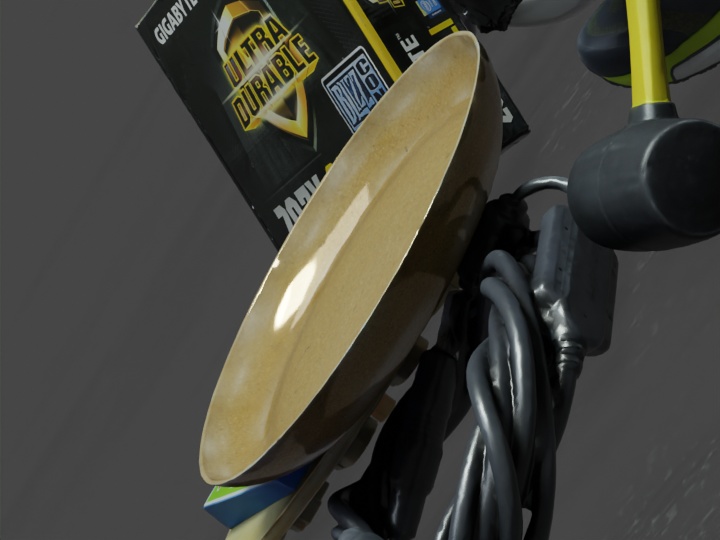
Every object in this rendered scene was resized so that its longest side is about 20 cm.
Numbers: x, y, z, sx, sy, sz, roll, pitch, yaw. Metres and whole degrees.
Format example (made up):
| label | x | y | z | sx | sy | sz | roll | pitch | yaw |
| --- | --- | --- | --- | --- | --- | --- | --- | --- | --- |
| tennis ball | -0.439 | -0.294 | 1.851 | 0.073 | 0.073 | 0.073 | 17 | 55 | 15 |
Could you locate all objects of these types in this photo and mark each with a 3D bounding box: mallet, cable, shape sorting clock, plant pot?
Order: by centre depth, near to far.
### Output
| label | x | y | z | sx | sy | sz | roll | pitch | yaw |
| --- | --- | --- | --- | --- | --- | --- | --- | --- | --- |
| mallet | 0.086 | -0.103 | 0.703 | 0.066 | 0.041 | 0.200 | 147 | 118 | -70 |
| cable | 0.027 | 0.065 | 0.743 | 0.163 | 0.051 | 0.200 | -53 | 16 | 36 |
| plant pot | 0.000 | 0.000 | 0.840 | 0.200 | 0.027 | 0.200 | -54 | 15 | 21 |
| shape sorting clock | -0.003 | 0.049 | 0.925 | 0.200 | 0.039 | 0.200 | -54 | 9 | 13 |

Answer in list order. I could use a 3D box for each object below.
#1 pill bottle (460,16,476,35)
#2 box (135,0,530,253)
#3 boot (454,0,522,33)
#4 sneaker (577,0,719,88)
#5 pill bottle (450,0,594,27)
| label | x | y | z | sx | sy | sz | roll | pitch | yaw |
| --- | --- | --- | --- | --- | --- | --- | --- | --- | --- |
| pill bottle | 0.001 | -0.126 | 1.143 | 0.106 | 0.106 | 0.200 | -60 | 12 | 5 |
| box | -0.019 | -0.091 | 1.002 | 0.049 | 0.160 | 0.200 | -34 | 0 | -26 |
| boot | 0.064 | -0.145 | 0.775 | 0.163 | 0.073 | 0.198 | -66 | -29 | -44 |
| sneaker | 0.126 | -0.145 | 0.726 | 0.200 | 0.081 | 0.074 | -53 | 14 | 34 |
| pill bottle | 0.085 | -0.219 | 0.987 | 0.111 | 0.111 | 0.200 | -41 | 24 | 59 |
